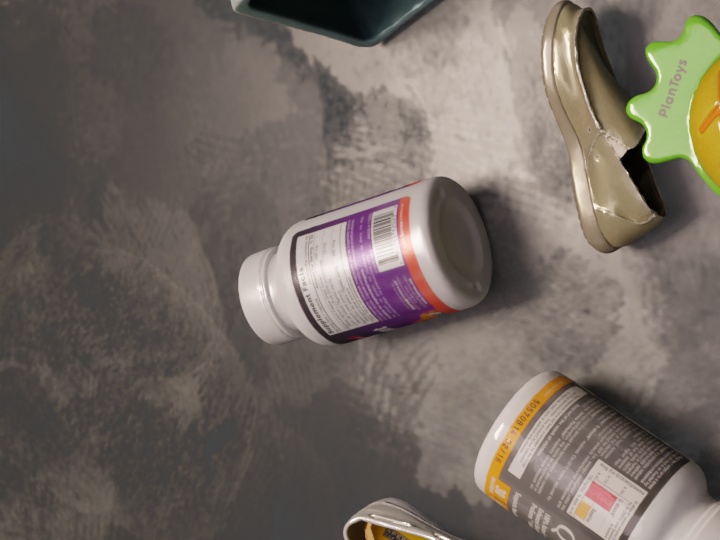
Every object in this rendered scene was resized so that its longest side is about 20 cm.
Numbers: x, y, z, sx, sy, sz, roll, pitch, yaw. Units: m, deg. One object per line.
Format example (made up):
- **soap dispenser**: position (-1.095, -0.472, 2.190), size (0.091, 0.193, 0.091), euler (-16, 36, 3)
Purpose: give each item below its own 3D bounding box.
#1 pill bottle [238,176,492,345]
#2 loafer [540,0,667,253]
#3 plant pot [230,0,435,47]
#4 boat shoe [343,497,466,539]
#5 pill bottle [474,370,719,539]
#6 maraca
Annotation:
- **pill bottle**: position (0.000, 0.000, 1.436), size (0.199, 0.111, 0.112), euler (-17, 87, 31)
- **loafer**: position (0.194, -0.116, 1.338), size (0.068, 0.076, 0.201), euler (-11, 99, 29)
- **plant pot**: position (-0.013, -0.326, 1.372), size (0.195, 0.196, 0.201), euler (-34, 68, 28)
- **boat shoe**: position (0.073, 0.254, 1.443), size (0.199, 0.070, 0.071), euler (28, 108, 25)
- **pill bottle**: position (0.197, 0.176, 1.338), size (0.200, 0.116, 0.117), euler (34, 111, 23)
- **maraca**: position (0.293, -0.112, 1.256), size (0.199, 0.107, 0.138), euler (22, 96, 24)
